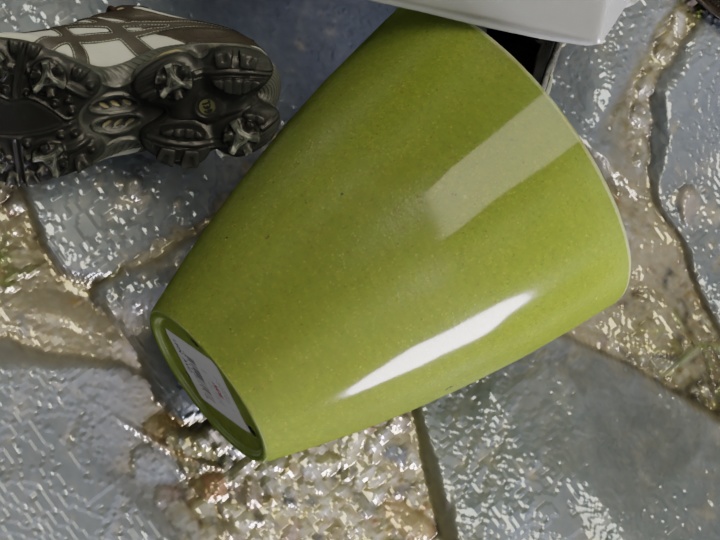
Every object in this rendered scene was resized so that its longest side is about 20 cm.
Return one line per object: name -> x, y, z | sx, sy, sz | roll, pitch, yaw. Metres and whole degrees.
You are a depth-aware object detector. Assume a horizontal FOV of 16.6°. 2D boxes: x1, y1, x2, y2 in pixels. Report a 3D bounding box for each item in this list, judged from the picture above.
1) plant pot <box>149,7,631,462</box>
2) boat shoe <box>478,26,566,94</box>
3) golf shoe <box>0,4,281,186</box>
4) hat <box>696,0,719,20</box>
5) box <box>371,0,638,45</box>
plant pot -> 0.000, 0.000, 1.236 | 0.200, 0.187, 0.187 | -38, 92, -17
boat shoe -> 0.090, -0.151, 1.379 | 0.070, 0.064, 0.201 | 18, 66, -21
golf shoe -> -0.140, -0.092, 1.248 | 0.199, 0.095, 0.078 | 3, 114, -6
hat -> 0.256, -0.243, 1.484 | 0.200, 0.081, 0.202 | 8, 71, -25
box -> 0.056, -0.216, 1.255 | 0.199, 0.131, 0.199 | 13, 23, 11
